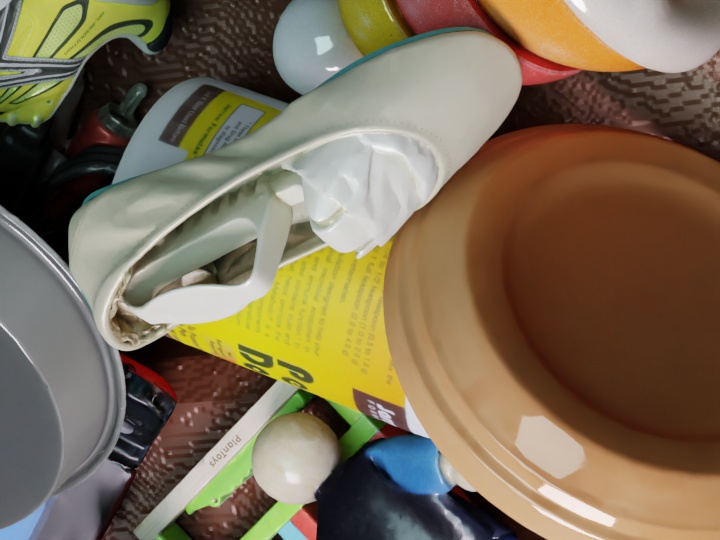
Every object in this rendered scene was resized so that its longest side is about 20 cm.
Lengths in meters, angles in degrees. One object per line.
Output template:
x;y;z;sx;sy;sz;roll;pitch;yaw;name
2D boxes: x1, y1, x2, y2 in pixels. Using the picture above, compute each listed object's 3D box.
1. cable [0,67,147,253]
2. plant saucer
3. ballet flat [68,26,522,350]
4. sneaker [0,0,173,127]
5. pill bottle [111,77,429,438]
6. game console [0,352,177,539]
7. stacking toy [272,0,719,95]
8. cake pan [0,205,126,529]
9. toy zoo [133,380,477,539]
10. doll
-0.157;-0.021;1.174;0.097;0.050;0.200;29;126;-6;cable
0.107;0.020;0.980;0.200;0.200;0.038;38;140;9;plant saucer
-0.025;-0.024;0.976;0.199;0.069;0.070;-25;94;24;ballet flat
-0.164;-0.085;1.070;0.199;0.075;0.077;-30;109;-10;sneaker
0.000;0.000;1.065;0.199;0.109;0.110;20;110;16;pill bottle
-0.197;0.066;1.133;0.199;0.172;0.119;28;77;-4;game console
0.037;-0.117;1.017;0.199;0.146;0.147;-24;94;37;stacking toy
-0.195;0.036;1.065;0.199;0.037;0.201;12;134;13;cake pan
0.007;0.147;1.149;0.200;0.020;0.131;46;115;5;toy zoo
0.033;0.132;1.096;0.200;0.048;0.137;38;124;9;doll
